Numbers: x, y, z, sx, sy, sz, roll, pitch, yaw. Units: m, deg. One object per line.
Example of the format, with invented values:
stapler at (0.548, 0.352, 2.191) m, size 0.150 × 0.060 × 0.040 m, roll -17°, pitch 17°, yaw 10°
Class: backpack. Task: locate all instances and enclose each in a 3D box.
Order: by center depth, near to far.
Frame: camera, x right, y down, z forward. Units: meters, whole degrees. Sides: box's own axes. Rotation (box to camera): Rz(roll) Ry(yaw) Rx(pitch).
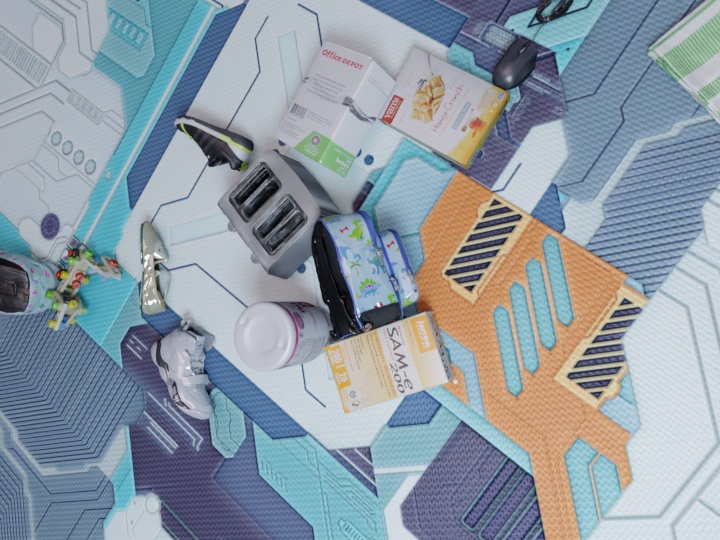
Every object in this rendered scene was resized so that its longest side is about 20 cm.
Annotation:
backpack at (0.000, 0.000, 0.921) m, size 0.146 × 0.183 × 0.201 m, roll -18°, pitch 84°, yaw -18°
backpack at (-0.805, 0.028, 1.250) m, size 0.199 × 0.126 × 0.168 m, roll 10°, pitch 102°, yaw 20°

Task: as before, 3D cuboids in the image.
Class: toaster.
toaster at (-0.145, -0.108, 1.016) m, size 0.200 × 0.119 × 0.181 m, roll -42°, pitch 75°, yaw 13°

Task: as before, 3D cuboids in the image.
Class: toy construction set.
toy construction set at (-0.630, 0.029, 1.202) m, size 0.200 × 0.092 × 0.131 m, roll -42°, pitch 49°, yaw 5°

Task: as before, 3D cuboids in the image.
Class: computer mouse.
computer mouse at (0.294, -0.397, 0.913) m, size 0.058 × 0.034 × 0.201 m, roll 36°, pitch 96°, yaw 21°

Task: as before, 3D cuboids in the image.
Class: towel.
towel at (0.567, -0.320, 0.815) m, size 0.152 × 0.023 × 0.200 m, roll -40°, pitch 74°, yaw 13°

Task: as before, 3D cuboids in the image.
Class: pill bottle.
pill bottle at (-0.124, 0.111, 0.950) m, size 0.113 × 0.200 × 0.114 m, roll -1°, pitch 86°, yaw 20°

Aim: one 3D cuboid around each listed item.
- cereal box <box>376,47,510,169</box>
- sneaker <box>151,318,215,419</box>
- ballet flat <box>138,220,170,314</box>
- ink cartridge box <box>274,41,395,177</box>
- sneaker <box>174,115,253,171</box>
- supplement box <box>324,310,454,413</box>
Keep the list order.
cereal box at (0.144, -0.292, 0.961) m, size 0.199 × 0.039 × 0.144 m, roll 33°, pitch 98°, yaw 19°
sneaker at (-0.341, 0.197, 1.092) m, size 0.115 × 0.075 × 0.200 m, roll -45°, pitch 70°, yaw 15°
ballet flat at (-0.442, -0.006, 1.160) m, size 0.062 × 0.067 × 0.202 m, roll 0°, pitch 90°, yaw -7°
ink cartridge box at (-0.049, -0.299, 0.993) m, size 0.145 × 0.084 × 0.201 m, roll 36°, pitch 99°, yaw 35°
sneaker at (-0.315, -0.260, 1.114) m, size 0.199 × 0.072 × 0.083 m, roll 23°, pitch 96°, yaw 20°
supplement box at (0.051, 0.162, 0.949) m, size 0.199 × 0.073 × 0.127 m, roll -22°, pitch 80°, yaw 17°
